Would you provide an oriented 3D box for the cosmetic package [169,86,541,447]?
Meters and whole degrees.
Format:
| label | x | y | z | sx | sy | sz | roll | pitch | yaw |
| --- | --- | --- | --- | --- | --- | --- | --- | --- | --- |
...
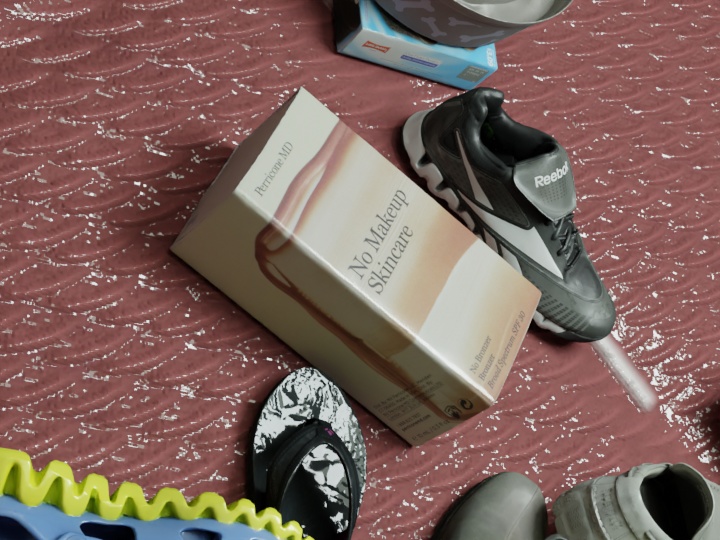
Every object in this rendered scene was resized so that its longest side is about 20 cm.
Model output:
| label | x | y | z | sx | sy | sz | roll | pitch | yaw |
| --- | --- | --- | --- | --- | --- | --- | --- | --- | --- |
| cosmetic package | 0.000 | 0.000 | 0.962 | 0.200 | 0.087 | 0.104 | 38 | 51 | -13 |

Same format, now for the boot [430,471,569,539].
| label | x | y | z | sx | sy | sz | roll | pitch | yaw |
| --- | --- | --- | --- | --- | --- | --- | --- | --- | --- |
| boot | 0.083 | 0.176 | 0.900 | 0.068 | 0.131 | 0.200 | 47 | 48 | -5 |

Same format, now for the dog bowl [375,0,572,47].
| label | x | y | z | sx | sy | sz | roll | pitch | yaw |
| --- | --- | --- | --- | --- | --- | --- | --- | --- | --- |
| dog bowl | 0.063 | -0.245 | 1.106 | 0.199 | 0.059 | 0.201 | 17 | 57 | -29 |

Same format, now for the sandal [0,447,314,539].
| label | x | y | z | sx | sy | sz | roll | pitch | yaw |
| --- | --- | --- | --- | --- | --- | --- | --- | --- | --- |
| sandal | -0.114 | 0.152 | 0.802 | 0.199 | 0.080 | 0.088 | 11 | 63 | -11 |

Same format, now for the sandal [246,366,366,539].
| label | x | y | z | sx | sy | sz | roll | pitch | yaw |
| --- | --- | --- | --- | --- | --- | --- | --- | --- | --- |
| sandal | -0.030 | 0.143 | 0.891 | 0.075 | 0.048 | 0.202 | 26 | 55 | -22 |

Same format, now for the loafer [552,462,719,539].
| label | x | y | z | sx | sy | sz | roll | pitch | yaw |
| --- | --- | --- | --- | --- | --- | --- | --- | --- | --- |
| loafer | 0.198 | 0.157 | 1.015 | 0.199 | 0.070 | 0.070 | 6 | 61 | -53 |

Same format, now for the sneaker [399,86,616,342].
| label | x | y | z | sx | sy | sz | roll | pitch | yaw |
| --- | --- | --- | --- | --- | --- | --- | --- | --- | --- |
| sneaker | 0.114 | -0.040 | 1.063 | 0.200 | 0.090 | 0.066 | 52 | 49 | -2 |

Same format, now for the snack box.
| label | x | y | z | sx | sy | sz | roll | pitch | yaw |
| --- | --- | --- | --- | --- | --- | --- | --- | --- | --- |
| snack box | 0.033 | -0.234 | 1.143 | 0.116 | 0.037 | 0.201 | 11 | 60 | -32 |
